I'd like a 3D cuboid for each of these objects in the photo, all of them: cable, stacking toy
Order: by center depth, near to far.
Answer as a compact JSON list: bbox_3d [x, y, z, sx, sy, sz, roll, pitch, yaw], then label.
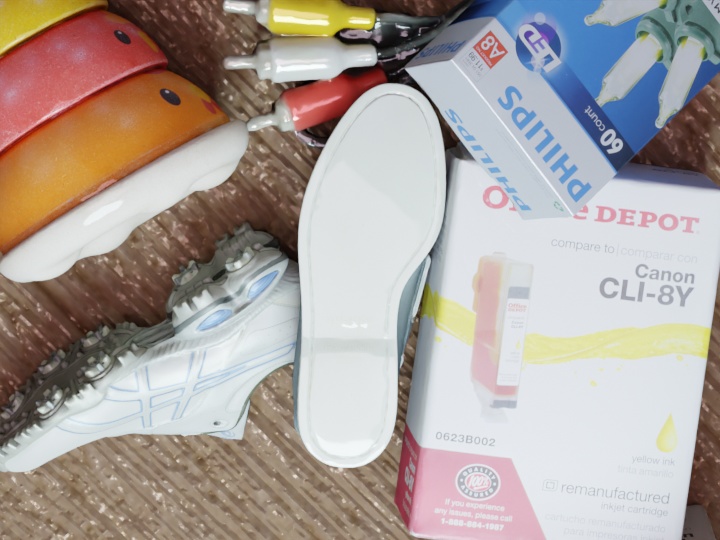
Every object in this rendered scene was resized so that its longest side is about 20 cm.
[{"bbox_3d":[-0.162,-0.107,1.397,0.146,0.146,0.200,-31,91,9],"label":"stacking toy"},{"bbox_3d":[0.030,-0.113,1.423,0.200,0.050,0.097,-9,112,3],"label":"cable"}]

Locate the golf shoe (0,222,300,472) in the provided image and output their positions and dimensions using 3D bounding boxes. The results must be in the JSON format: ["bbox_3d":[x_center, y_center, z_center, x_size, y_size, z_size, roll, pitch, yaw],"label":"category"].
[{"bbox_3d":[-0.105,0.067,1.472,0.200,0.078,0.097,-32,112,10],"label":"golf shoe"}]

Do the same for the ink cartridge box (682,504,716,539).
[{"bbox_3d":[0.127,0.203,1.453,0.146,0.200,0.083,-9,106,2],"label":"ink cartridge box"}]

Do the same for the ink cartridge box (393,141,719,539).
[{"bbox_3d":[0.104,0.042,1.439,0.145,0.083,0.200,7,96,-4],"label":"ink cartridge box"}]

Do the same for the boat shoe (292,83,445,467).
[{"bbox_3d":[0.000,0.000,1.435,0.073,0.062,0.200,7,97,-4],"label":"boat shoe"}]

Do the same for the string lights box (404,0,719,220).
[{"bbox_3d":[0.129,-0.128,1.370,0.200,0.059,0.103,-45,106,-18],"label":"string lights box"}]
